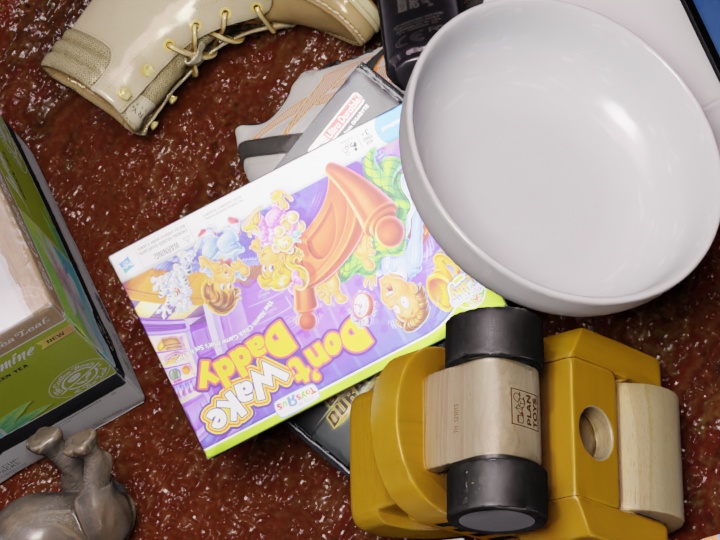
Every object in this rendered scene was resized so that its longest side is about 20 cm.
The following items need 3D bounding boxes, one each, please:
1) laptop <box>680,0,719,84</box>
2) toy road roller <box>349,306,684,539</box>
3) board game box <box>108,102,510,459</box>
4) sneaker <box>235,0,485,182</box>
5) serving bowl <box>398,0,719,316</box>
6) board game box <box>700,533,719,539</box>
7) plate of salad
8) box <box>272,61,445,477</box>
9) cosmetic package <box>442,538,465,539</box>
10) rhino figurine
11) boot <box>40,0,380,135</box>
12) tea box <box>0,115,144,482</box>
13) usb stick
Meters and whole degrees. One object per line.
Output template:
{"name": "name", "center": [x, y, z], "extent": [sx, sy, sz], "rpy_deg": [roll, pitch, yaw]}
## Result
{"name": "laptop", "center": [0.309, -0.141, 1.596], "extent": [0.199, 0.103, 0.178], "rpy_deg": [-24, 68, 4]}
{"name": "toy road roller", "center": [0.082, 0.106, 1.542], "extent": [0.146, 0.199, 0.124], "rpy_deg": [-19, 63, 41]}
{"name": "board game box", "center": [-0.029, 0.006, 1.568], "extent": [0.199, 0.045, 0.135], "rpy_deg": [-28, 87, 4]}
{"name": "sneaker", "center": [0.005, -0.115, 1.676], "extent": [0.200, 0.074, 0.080], "rpy_deg": [-38, 65, -2]}
{"name": "serving bowl", "center": [0.108, -0.056, 1.531], "extent": [0.199, 0.066, 0.201], "rpy_deg": [11, 58, -18]}
{"name": "board game box", "center": [0.270, 0.237, 1.517], "extent": [0.102, 0.019, 0.201], "rpy_deg": [-16, 68, 7]}
{"name": "plate of salad", "center": [0.172, -0.138, 1.648], "extent": [0.199, 0.048, 0.201], "rpy_deg": [2, 58, -3]}
{"name": "box", "center": [0.000, 0.000, 1.611], "extent": [0.159, 0.046, 0.200], "rpy_deg": [40, 93, 4]}
{"name": "cosmetic package", "center": [-0.023, 0.212, 1.547], "extent": [0.199, 0.113, 0.082], "rpy_deg": [-6, 70, 10]}
{"name": "rhino figurine", "center": [-0.227, 0.175, 1.626], "extent": [0.199, 0.088, 0.060], "rpy_deg": [-31, 27, 2]}
{"name": "boot", "center": [-0.097, -0.150, 1.708], "extent": [0.199, 0.073, 0.156], "rpy_deg": [27, 76, 25]}
{"name": "tea box", "center": [-0.251, 0.001, 1.628], "extent": [0.133, 0.197, 0.201], "rpy_deg": [-29, 68, 2]}
{"name": "usb stick", "center": [0.037, -0.168, 1.650], "extent": [0.055, 0.033, 0.200], "rpy_deg": [-16, 30, 7]}
